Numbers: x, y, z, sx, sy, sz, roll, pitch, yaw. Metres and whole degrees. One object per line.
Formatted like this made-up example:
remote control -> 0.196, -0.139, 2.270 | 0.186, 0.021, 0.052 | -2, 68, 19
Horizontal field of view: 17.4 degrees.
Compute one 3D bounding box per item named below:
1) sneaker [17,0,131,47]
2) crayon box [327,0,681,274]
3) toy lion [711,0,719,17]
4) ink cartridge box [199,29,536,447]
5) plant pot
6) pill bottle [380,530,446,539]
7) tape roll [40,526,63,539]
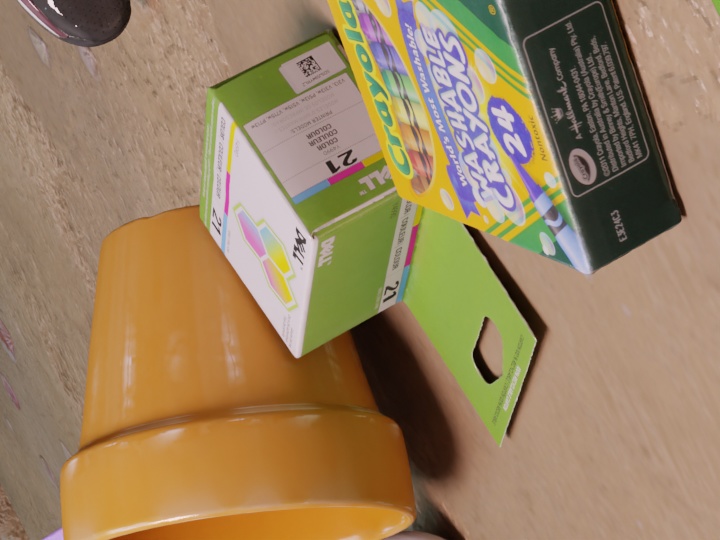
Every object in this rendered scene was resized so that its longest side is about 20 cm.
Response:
sneaker -> -0.180, -0.227, 1.381 | 0.115, 0.075, 0.201 | 4, 121, 65
crayon box -> 0.047, -0.083, 1.008 | 0.200, 0.051, 0.126 | 27, 141, 61
toy lion -> 0.133, -0.143, 0.686 | 0.192, 0.068, 0.200 | 64, 164, 14
ink cartridge box -> 0.000, 0.000, 1.218 | 0.200, 0.076, 0.148 | 56, 162, 20
plant pot -> -0.078, 0.066, 1.351 | 0.200, 0.199, 0.184 | 124, 140, -70
pill bottle -> 0.015, 0.233, 1.478 | 0.104, 0.104, 0.200 | 58, 162, 11
tape roll -> -0.174, 0.205, 1.794 | 0.066, 0.200, 0.200 | 59, 162, 4
